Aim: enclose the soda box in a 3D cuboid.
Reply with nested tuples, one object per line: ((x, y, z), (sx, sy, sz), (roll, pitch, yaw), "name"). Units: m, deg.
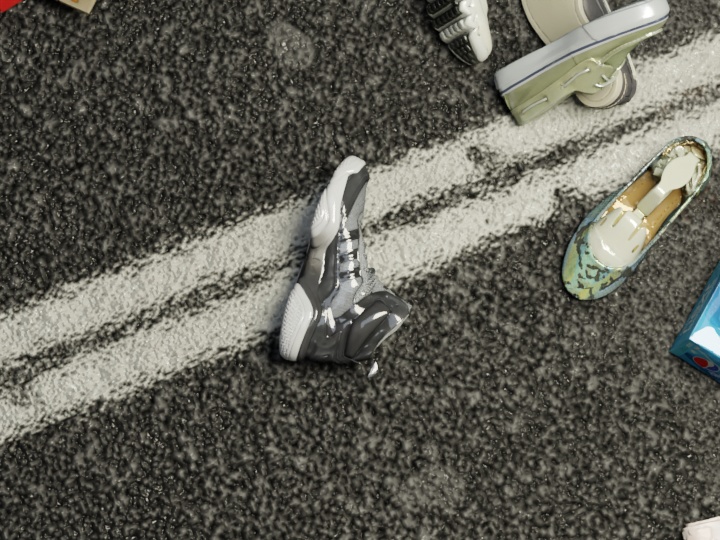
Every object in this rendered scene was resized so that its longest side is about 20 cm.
((0.376, 0.005, 1.296), (0.064, 0.068, 0.201), (31, 77, 5), "soda box")

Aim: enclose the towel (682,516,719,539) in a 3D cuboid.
((0.408, 0.312, 1.240), (0.188, 0.032, 0.203), (-12, 76, -6), "towel")

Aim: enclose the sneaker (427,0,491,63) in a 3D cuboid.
((0.099, -0.306, 1.334), (0.080, 0.075, 0.202), (-21, 99, -22), "sneaker")

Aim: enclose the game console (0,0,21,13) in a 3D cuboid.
((-0.370, -0.368, 1.373), (0.176, 0.031, 0.201), (-33, 81, -16), "game console")

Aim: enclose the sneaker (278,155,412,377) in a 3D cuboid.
((0.000, 0.000, 1.276), (0.112, 0.076, 0.202), (17, 82, 1), "sneaker")

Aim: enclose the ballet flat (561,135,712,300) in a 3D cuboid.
((0.267, -0.057, 1.306), (0.074, 0.074, 0.200), (39, 78, 7), "ballet flat")

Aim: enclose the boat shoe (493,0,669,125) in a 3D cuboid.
((0.216, -0.200, 1.296), (0.072, 0.199, 0.063), (-29, 94, -45), "boat shoe")

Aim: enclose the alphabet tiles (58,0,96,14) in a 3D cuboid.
((-0.296, -0.351, 1.359), (0.198, 0.006, 0.168), (23, 71, 0), "alphabet tiles")

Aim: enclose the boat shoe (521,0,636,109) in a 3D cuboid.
((0.220, -0.252, 1.368), (0.062, 0.072, 0.202), (-1, 64, -48), "boat shoe")
